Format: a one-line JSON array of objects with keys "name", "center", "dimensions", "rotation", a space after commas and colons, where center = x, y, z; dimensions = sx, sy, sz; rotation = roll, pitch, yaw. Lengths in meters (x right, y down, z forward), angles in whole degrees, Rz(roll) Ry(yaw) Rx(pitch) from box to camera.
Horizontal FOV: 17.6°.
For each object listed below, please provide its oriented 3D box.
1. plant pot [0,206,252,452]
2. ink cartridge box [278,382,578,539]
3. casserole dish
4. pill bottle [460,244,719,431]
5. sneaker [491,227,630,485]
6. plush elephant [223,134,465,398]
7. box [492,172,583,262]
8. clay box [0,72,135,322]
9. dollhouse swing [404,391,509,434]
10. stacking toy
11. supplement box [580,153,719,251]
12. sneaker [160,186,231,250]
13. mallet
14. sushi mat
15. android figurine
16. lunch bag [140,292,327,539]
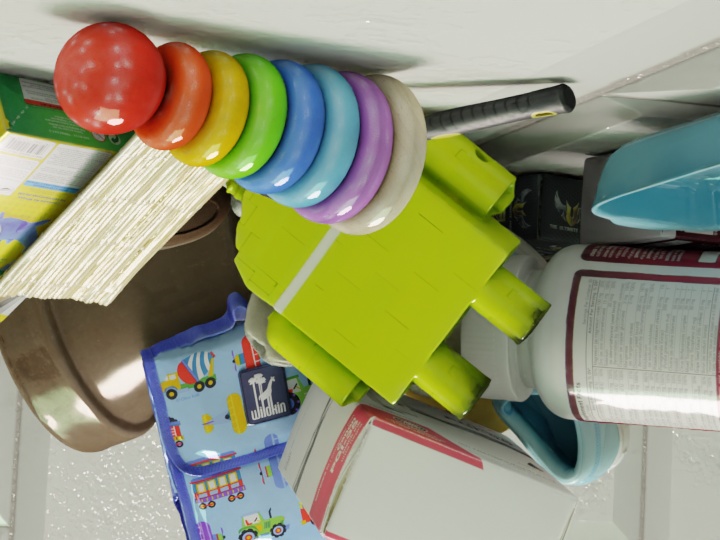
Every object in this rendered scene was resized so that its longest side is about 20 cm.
[{"name": "plant pot", "center": [-0.144, 0.011, 1.638], "dimensions": [0.174, 0.201, 0.200], "rotation": [-18, 167, 19]}, {"name": "ink cartridge box", "center": [0.037, 0.135, 1.479], "dimensions": [0.146, 0.083, 0.200], "rotation": [22, -177, -12]}, {"name": "casserole dish", "center": [0.216, -0.059, 1.286], "dimensions": [0.121, 0.039, 0.200], "rotation": [8, 165, -34]}, {"name": "pill bottle", "center": [0.169, 0.040, 1.420], "dimensions": [0.200, 0.110, 0.110], "rotation": [3, 175, 19]}, {"name": "sneaker", "center": [0.107, 0.053, 1.530], "dimensions": [0.074, 0.200, 0.082], "rotation": [-37, 177, 25]}, {"name": "plush elephant", "center": [0.000, 0.000, 1.468], "dimensions": [0.164, 0.155, 0.200], "rotation": [2, 174, 11]}, {"name": "box", "center": [0.153, -0.027, 1.660], "dimensions": [0.200, 0.051, 0.158], "rotation": [8, 173, -35]}, {"name": "clay box", "center": [-0.219, -0.031, 1.344], "dimensions": [0.115, 0.048, 0.200], "rotation": [10, 141, -45]}, {"name": "dollhouse swing", "center": [0.089, 0.019, 1.681], "dimensions": [0.182, 0.176, 0.200], "rotation": [-28, 179, 10]}, {"name": "stacking toy", "center": [-0.064, -0.076, 1.159], "dimensions": [0.200, 0.086, 0.085], "rotation": [13, 169, -40]}, {"name": "supplement box", "center": [0.251, -0.037, 1.458], "dimensions": [0.200, 0.061, 0.109], "rotation": [6, 175, -22]}, {"name": "sneaker", "center": [-0.144, -0.054, 1.446], "dimensions": [0.075, 0.071, 0.200], "rotation": [-8, 170, 43]}, {"name": "mallet", "center": [0.017, -0.076, 1.256], "dimensions": [0.200, 0.041, 0.066], "rotation": [-14, 163, 34]}, {"name": "sushi mat", "center": [-0.124, -0.041, 1.333], "dimensions": [0.096, 0.012, 0.200], "rotation": [4, 143, -45]}, {"name": "android figurine", "center": [0.009, -0.008, 1.361], "dimensions": [0.200, 0.182, 0.041], "rotation": [38, -156, 8]}, {"name": "lunch bag", "center": [-0.066, 0.095, 1.598], "dimensions": [0.150, 0.200, 0.094], "rotation": [-16, -144, -8]}]
